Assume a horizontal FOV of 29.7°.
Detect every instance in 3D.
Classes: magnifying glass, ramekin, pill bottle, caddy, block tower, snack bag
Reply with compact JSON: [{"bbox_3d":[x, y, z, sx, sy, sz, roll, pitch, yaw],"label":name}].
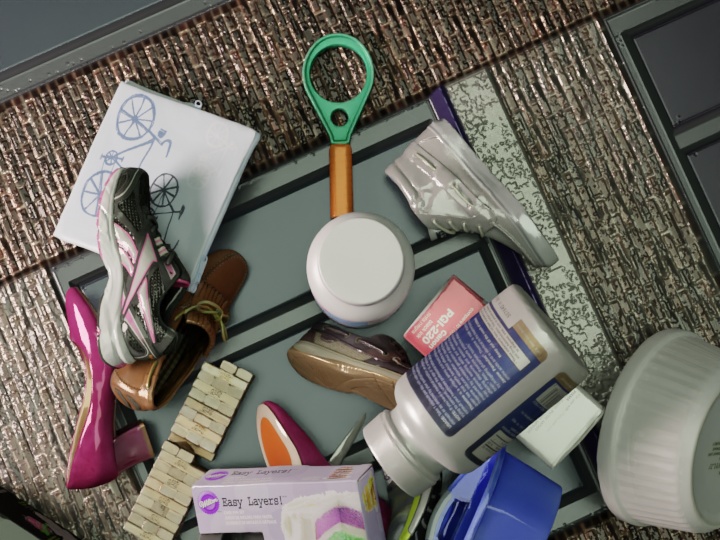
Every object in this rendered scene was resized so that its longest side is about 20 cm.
[{"bbox_3d":[-0.022,-0.157,1.471,0.079,0.022,0.202,-1,86,0],"label":"magnifying glass"},{"bbox_3d":[0.329,0.165,1.349,0.094,0.202,0.204,14,83,43],"label":"ramekin"},{"bbox_3d":[0.103,0.116,1.260,0.200,0.111,0.111,-40,86,8],"label":"pill bottle"},{"bbox_3d":[0.120,0.267,1.374,0.104,0.141,0.202,25,85,-1],"label":"caddy"},{"bbox_3d":[-0.178,0.189,1.423,0.054,0.058,0.201,26,84,2],"label":"block tower"},{"bbox_3d":[-0.212,-0.093,1.429,0.199,0.021,0.190,20,83,26],"label":"snack bag"},{"bbox_3d":[0.000,0.000,1.367,0.107,0.200,0.110,0,84,0],"label":"pill bottle"}]

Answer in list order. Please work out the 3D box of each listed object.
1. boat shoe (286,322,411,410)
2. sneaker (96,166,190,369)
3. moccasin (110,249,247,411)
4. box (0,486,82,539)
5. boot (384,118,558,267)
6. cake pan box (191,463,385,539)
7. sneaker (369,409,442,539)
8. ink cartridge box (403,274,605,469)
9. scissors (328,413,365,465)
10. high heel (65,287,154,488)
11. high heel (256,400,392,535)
[{"bbox_3d":[0.019,0.097,1.398,0.198,0.072,0.065,14,59,30],"label":"boat shoe"},{"bbox_3d":[-0.211,-0.003,1.360,0.085,0.080,0.202,-4,80,8],"label":"sneaker"},{"bbox_3d":[-0.174,0.060,1.398,0.077,0.074,0.202,10,47,36],"label":"moccasin"},{"bbox_3d":[-0.354,0.326,1.375,0.199,0.124,0.149,32,84,3],"label":"box"},{"bbox_3d":[0.115,-0.059,1.444,0.095,0.074,0.200,-41,78,3],"label":"boot"},{"bbox_3d":[-0.067,0.290,1.365,0.198,0.052,0.186,-4,99,23],"label":"cake pan box"},{"bbox_3d":[0.044,0.204,1.408,0.080,0.074,0.202,8,63,13],"label":"sneaker"},{"bbox_3d":[0.144,0.101,1.385,0.200,0.146,0.085,40,92,4],"label":"ink cartridge box"},{"bbox_3d":[-0.056,0.238,1.439,0.072,0.014,0.202,18,86,1],"label":"scissors"},{"bbox_3d":[-0.292,0.123,1.411,0.095,0.067,0.202,-21,89,-14],"label":"high heel"},{"bbox_3d":[-0.032,0.213,1.419,0.096,0.067,0.201,-28,90,-39],"label":"high heel"}]
